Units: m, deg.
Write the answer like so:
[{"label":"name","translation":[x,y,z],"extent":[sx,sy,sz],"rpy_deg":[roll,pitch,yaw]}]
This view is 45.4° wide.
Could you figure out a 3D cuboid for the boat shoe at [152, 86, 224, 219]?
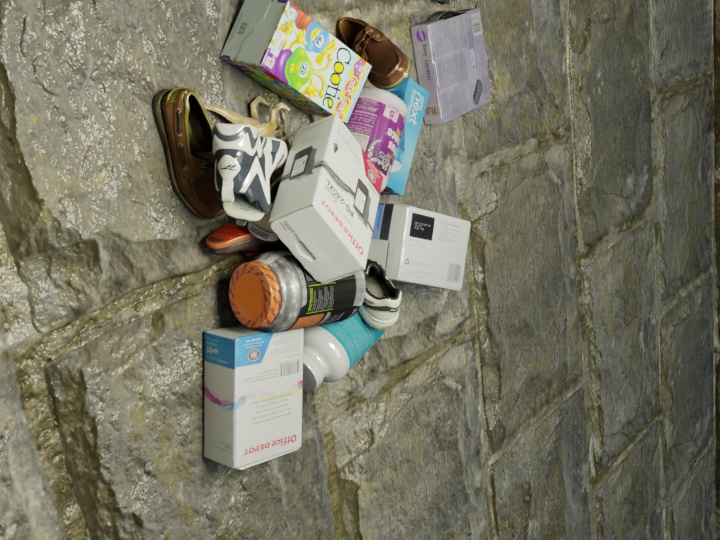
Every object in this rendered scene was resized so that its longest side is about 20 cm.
[{"label":"boat shoe","translation":[-0.231,-0.159,1.216],"extent":[0.072,0.068,0.201],"rpy_deg":[-44,126,-37]}]

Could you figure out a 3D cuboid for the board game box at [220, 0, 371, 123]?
[{"label":"board game box","translation":[-0.095,-0.319,1.314],"extent":[0.199,0.103,0.106],"rpy_deg":[25,88,-49]}]

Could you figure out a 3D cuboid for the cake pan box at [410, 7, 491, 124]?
[{"label":"cake pan box","translation":[0.180,-0.404,1.680],"extent":[0.184,0.052,0.201],"rpy_deg":[-34,120,-44]}]

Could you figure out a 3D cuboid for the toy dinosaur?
[{"label":"toy dinosaur","translation":[-0.154,-0.213,1.307],"extent":[0.200,0.058,0.102],"rpy_deg":[47,62,-42]}]

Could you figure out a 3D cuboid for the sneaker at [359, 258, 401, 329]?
[{"label":"sneaker","translation":[0.000,0.000,1.418],"extent":[0.075,0.200,0.088],"rpy_deg":[-33,157,-32]}]

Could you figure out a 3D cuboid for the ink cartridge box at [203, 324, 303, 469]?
[{"label":"ink cartridge box","translation":[-0.165,0.188,1.332],"extent":[0.144,0.084,0.202],"rpy_deg":[-6,99,-49]}]

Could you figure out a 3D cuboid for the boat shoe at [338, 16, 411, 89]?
[{"label":"boat shoe","translation":[0.015,-0.357,1.400],"extent":[0.072,0.200,0.067],"rpy_deg":[-46,130,10]}]

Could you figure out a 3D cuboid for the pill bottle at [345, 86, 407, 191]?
[{"label":"pill bottle","translation":[0.004,-0.198,1.454],"extent":[0.112,0.112,0.201],"rpy_deg":[29,74,-48]}]

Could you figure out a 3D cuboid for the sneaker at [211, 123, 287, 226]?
[{"label":"sneaker","translation":[-0.156,-0.126,1.208],"extent":[0.199,0.079,0.131],"rpy_deg":[14,81,-85]}]

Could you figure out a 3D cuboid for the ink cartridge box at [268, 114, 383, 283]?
[{"label":"ink cartridge box","translation":[-0.046,-0.105,1.270],"extent":[0.145,0.083,0.201],"rpy_deg":[50,36,-37]}]

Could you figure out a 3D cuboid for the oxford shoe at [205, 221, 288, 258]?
[{"label":"oxford shoe","translation":[-0.154,-0.041,1.326],"extent":[0.199,0.071,0.073],"rpy_deg":[-17,114,-47]}]

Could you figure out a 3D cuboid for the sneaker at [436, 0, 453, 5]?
[{"label":"sneaker","translation":[0.162,-0.608,1.607],"extent":[0.085,0.078,0.202],"rpy_deg":[14,85,-49]}]

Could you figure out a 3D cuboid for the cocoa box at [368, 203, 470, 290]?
[{"label":"cocoa box","translation":[0.086,-0.044,1.558],"extent":[0.199,0.131,0.135],"rpy_deg":[9,89,-50]}]

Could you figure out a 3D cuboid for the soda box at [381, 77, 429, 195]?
[{"label":"soda box","translation":[0.059,-0.240,1.550],"extent":[0.068,0.064,0.202],"rpy_deg":[25,76,-49]}]

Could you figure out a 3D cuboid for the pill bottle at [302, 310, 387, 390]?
[{"label":"pill bottle","translation":[-0.040,0.111,1.449],"extent":[0.200,0.110,0.111],"rpy_deg":[-44,126,-37]}]

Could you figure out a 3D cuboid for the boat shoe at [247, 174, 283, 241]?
[{"label":"boat shoe","translation":[-0.109,-0.113,1.313],"extent":[0.070,0.071,0.200],"rpy_deg":[-62,173,29]}]

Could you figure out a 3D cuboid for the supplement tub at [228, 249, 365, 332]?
[{"label":"supplement tub","translation":[-0.096,0.028,1.319],"extent":[0.199,0.122,0.124],"rpy_deg":[-6,100,-49]}]
